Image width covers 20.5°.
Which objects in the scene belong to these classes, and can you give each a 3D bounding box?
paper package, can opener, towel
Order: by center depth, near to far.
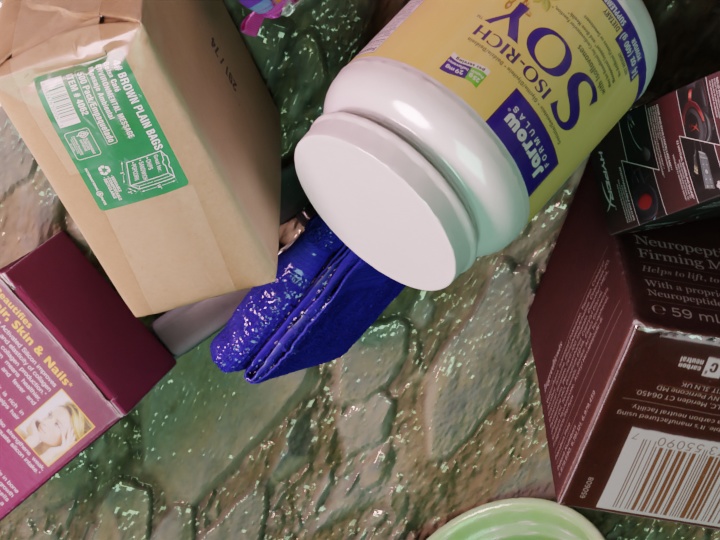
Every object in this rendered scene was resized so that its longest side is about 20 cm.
[{"bbox_3d":[-0.129,-0.104,1.219,0.103,0.191,0.200,-18,126,11],"label":"paper package"},{"bbox_3d":[0.000,0.000,1.354,0.147,0.050,0.200,-6,145,-51],"label":"towel"},{"bbox_3d":[-0.076,-0.007,1.398,0.200,0.053,0.067,-39,86,23],"label":"can opener"}]

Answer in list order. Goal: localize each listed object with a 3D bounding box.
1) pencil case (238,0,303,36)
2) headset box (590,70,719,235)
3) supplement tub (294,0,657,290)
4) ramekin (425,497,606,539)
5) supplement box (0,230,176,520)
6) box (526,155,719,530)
[{"bbox_3d":[0.003,-0.221,1.202,0.199,0.089,0.088,-25,126,17],"label":"pencil case"},{"bbox_3d":[0.258,-0.086,1.230,0.148,0.075,0.200,-10,174,-30],"label":"headset box"},{"bbox_3d":[0.069,-0.100,1.205,0.145,0.200,0.146,34,155,18],"label":"supplement tub"},{"bbox_3d":[0.124,0.286,1.545,0.199,0.200,0.098,-23,134,15],"label":"ramekin"},{"bbox_3d":[-0.251,0.089,1.398,0.200,0.103,0.131,-38,94,25],"label":"supplement box"},{"bbox_3d":[0.221,0.047,1.350,0.165,0.200,0.165,9,127,-10],"label":"box"}]
